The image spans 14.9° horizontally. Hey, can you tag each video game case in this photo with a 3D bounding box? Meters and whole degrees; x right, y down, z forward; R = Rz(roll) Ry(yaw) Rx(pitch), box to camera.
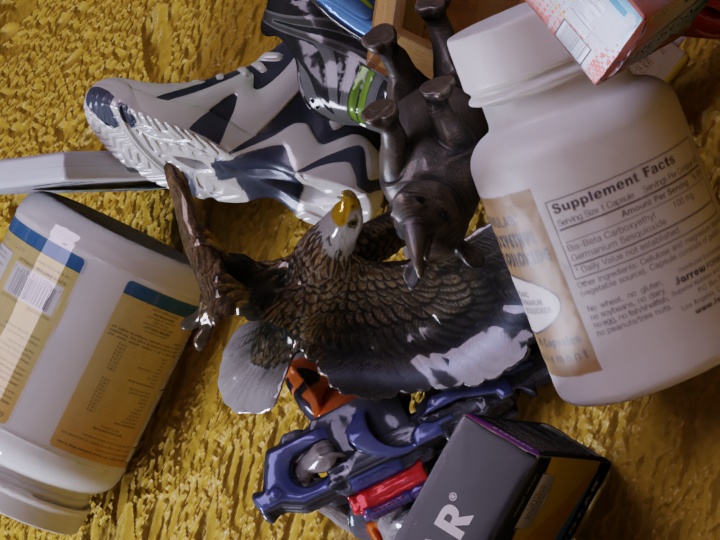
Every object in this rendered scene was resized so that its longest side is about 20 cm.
[{"bbox_3d":[-0.174,-0.067,1.881,0.200,0.182,0.022,-3,90,54],"label":"video game case"}]

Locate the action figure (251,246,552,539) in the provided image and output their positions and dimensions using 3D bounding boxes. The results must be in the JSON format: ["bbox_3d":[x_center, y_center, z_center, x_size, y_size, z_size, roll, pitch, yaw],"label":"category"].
[{"bbox_3d":[0.036,0.082,1.601,0.199,0.105,0.194,-20,55,11],"label":"action figure"}]

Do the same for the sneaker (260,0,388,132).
[{"bbox_3d":[0.014,-0.115,1.699,0.200,0.071,0.083,45,127,20],"label":"sneaker"}]

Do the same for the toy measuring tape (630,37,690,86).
[{"bbox_3d":[0.163,-0.118,1.555,0.200,0.074,0.074,-50,33,-5],"label":"toy measuring tape"}]

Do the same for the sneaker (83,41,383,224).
[{"bbox_3d":[-0.069,-0.114,1.773,0.080,0.198,0.130,94,-169,-58],"label":"sneaker"}]

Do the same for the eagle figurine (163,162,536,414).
[{"bbox_3d":[0.002,-0.002,1.557,0.151,0.199,0.152,165,99,-74],"label":"eagle figurine"}]

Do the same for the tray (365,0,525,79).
[{"bbox_3d":[0.062,-0.178,1.622,0.037,0.098,0.201,-50,23,42],"label":"tray"}]

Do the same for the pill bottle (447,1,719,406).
[{"bbox_3d":[0.120,-0.041,1.417,0.114,0.114,0.201,-12,102,51],"label":"pill bottle"}]

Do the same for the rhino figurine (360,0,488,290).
[{"bbox_3d":[0.037,-0.059,1.463,0.060,0.088,0.200,-13,36,12],"label":"rhino figurine"}]

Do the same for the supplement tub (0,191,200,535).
[{"bbox_3d":[-0.203,0.062,1.866,0.145,0.144,0.201,31,95,57],"label":"supplement tub"}]

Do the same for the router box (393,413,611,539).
[{"bbox_3d":[0.047,0.174,1.443,0.051,0.149,0.201,30,96,20],"label":"router box"}]

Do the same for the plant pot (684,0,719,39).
[{"bbox_3d":[0.219,-0.214,1.401,0.182,0.200,0.201,13,81,54],"label":"plant pot"}]

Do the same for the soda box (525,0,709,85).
[{"bbox_3d":[0.089,-0.192,1.353,0.200,0.068,0.064,52,147,11],"label":"soda box"}]
